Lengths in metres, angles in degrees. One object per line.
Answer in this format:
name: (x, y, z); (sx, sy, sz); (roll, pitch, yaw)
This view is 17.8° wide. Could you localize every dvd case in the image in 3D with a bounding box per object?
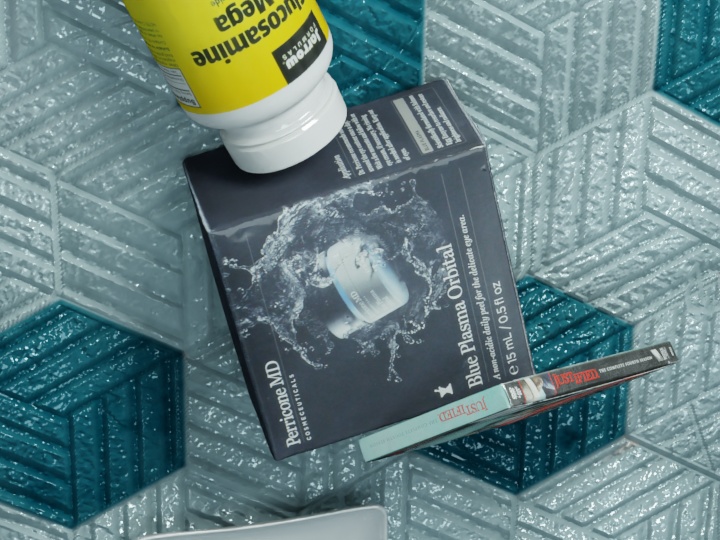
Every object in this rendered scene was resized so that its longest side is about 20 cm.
dvd case: (0.114, 0.093, 1.641); (0.146, 0.022, 0.200); (-25, 172, 42)

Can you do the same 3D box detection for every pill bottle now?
pill bottle: (-0.086, -0.166, 1.496); (0.112, 0.113, 0.200); (-28, 122, 1)

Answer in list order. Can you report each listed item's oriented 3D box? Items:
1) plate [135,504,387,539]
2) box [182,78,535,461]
plate: (-0.078, 0.270, 1.780); (0.199, 0.032, 0.201); (-7, 119, -13)
box: (0.000, 0.000, 1.608); (0.199, 0.118, 0.197); (-18, 121, -4)
